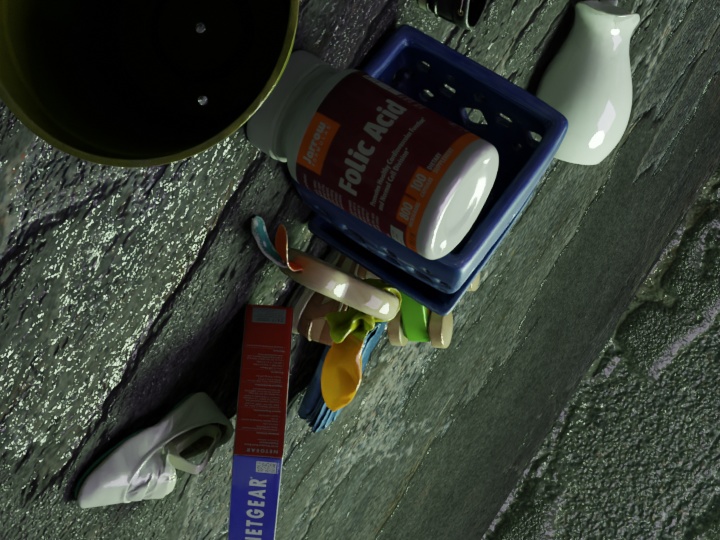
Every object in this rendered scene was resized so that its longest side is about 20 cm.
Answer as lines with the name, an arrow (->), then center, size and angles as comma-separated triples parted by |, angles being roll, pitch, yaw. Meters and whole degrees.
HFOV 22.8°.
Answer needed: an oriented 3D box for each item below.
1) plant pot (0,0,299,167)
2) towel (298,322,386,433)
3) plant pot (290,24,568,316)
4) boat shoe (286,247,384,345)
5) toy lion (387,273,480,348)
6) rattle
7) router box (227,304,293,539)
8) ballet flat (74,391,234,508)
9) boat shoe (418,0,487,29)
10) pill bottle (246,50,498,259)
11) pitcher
plant pot -> -0.123, -0.164, 1.146 | 0.201, 0.200, 0.193 | -60, 175, 5
towel -> -0.009, 0.086, 2.024 | 0.112, 0.048, 0.200 | -57, 172, -50
plant pot -> 0.064, -0.086, 1.751 | 0.200, 0.200, 0.180 | -54, 167, -20
boat shoe -> 0.000, 0.000, 1.910 | 0.200, 0.072, 0.076 | -54, 162, -17
toy lion -> 0.078, -0.041, 1.936 | 0.200, 0.068, 0.192 | -59, 147, -55
rattle -> -0.058, 0.041, 1.721 | 0.143, 0.130, 0.200 | -51, 155, 10
router box -> -0.102, 0.165, 1.796 | 0.200, 0.049, 0.180 | 98, -5, -52
ballet flat -> -0.187, 0.178, 1.700 | 0.200, 0.069, 0.070 | -35, 151, -51
boat shoe -> 0.128, -0.332, 1.734 | 0.202, 0.063, 0.074 | -65, 160, 13
pill bottle -> 0.009, -0.104, 1.546 | 0.114, 0.200, 0.114 | -51, 161, -26
pitcher -> 0.291, -0.247, 2.262 | 0.172, 0.121, 0.201 | -56, 160, -70
